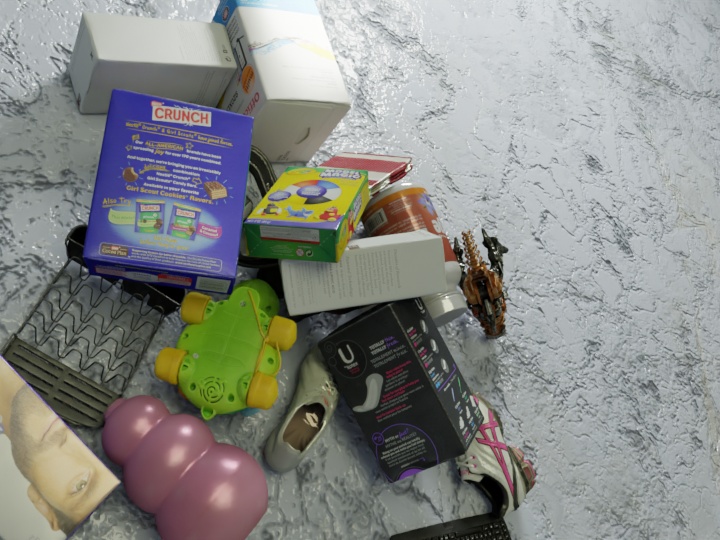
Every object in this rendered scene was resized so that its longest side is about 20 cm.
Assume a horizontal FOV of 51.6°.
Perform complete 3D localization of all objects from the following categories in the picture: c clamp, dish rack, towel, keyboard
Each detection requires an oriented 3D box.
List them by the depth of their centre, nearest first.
[{"bbox_3d":[-0.304,0.066,0.839,0.152,0.055,0.202,32,52,-13],"label":"dish rack"},{"bbox_3d":[-0.170,-0.087,0.951,0.169,0.027,0.203,-25,85,-39],"label":"c clamp"},{"bbox_3d":[0.132,0.376,0.961,0.196,0.040,0.106,-1,64,-33],"label":"keyboard"},{"bbox_3d":[-0.027,-0.129,1.089,0.199,0.142,0.023,-39,130,-45],"label":"towel"}]

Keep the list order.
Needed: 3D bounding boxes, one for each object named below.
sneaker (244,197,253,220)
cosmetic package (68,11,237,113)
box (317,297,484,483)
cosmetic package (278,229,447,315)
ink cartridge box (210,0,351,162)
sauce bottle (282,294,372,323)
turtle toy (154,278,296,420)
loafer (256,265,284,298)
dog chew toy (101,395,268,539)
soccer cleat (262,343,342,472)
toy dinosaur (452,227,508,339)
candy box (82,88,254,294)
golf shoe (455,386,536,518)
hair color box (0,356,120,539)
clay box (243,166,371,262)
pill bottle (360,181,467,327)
[{"bbox_3d":[-0.182,-0.108,1.010,0.138,0.077,0.204,24,63,-21],"label":"sneaker"},{"bbox_3d":[-0.282,-0.276,1.010,0.197,0.113,0.083,-6,66,-37],"label":"cosmetic package"},{"bbox_3d":[0.054,0.143,0.952,0.203,0.121,0.106,62,25,0],"label":"box"},{"bbox_3d":[0.000,0.000,0.920,0.195,0.102,0.076,-10,99,-7],"label":"cosmetic package"},{"bbox_3d":[-0.129,-0.283,1.089,0.142,0.147,0.204,-6,67,-35],"label":"ink cartridge box"},{"bbox_3d":[-0.006,0.021,1.003,0.196,0.066,0.067,-19,73,-7],"label":"sauce bottle"},{"bbox_3d":[-0.150,0.090,0.892,0.143,0.102,0.203,16,56,3],"label":"turtle toy"},{"bbox_3d":[-0.068,-0.043,1.044,0.073,0.071,0.201,38,50,-9],"label":"loafer"},{"bbox_3d":[-0.193,0.213,0.791,0.199,0.125,0.125,41,49,5],"label":"dog chew toy"},{"bbox_3d":[-0.055,0.162,0.932,0.069,0.078,0.202,36,50,-10],"label":"soccer cleat"},{"bbox_3d":[0.189,0.015,1.129,0.100,0.203,0.137,-1,44,-3],"label":"toy dinosaur"},{"bbox_3d":[-0.215,-0.088,0.855,0.165,0.077,0.205,9,72,-14],"label":"candy box"},{"bbox_3d":[0.162,0.245,1.032,0.092,0.073,0.201,-36,87,-39],"label":"golf shoe"},{"bbox_3d":[-0.343,0.178,0.729,0.200,0.065,0.109,47,64,-4],"label":"hair color box"},{"bbox_3d":[-0.058,-0.080,0.921,0.112,0.049,0.201,4,31,11],"label":"clay box"},{"bbox_3d":[0.082,-0.018,1.103,0.111,0.112,0.203,-11,71,-36],"label":"pill bottle"}]
